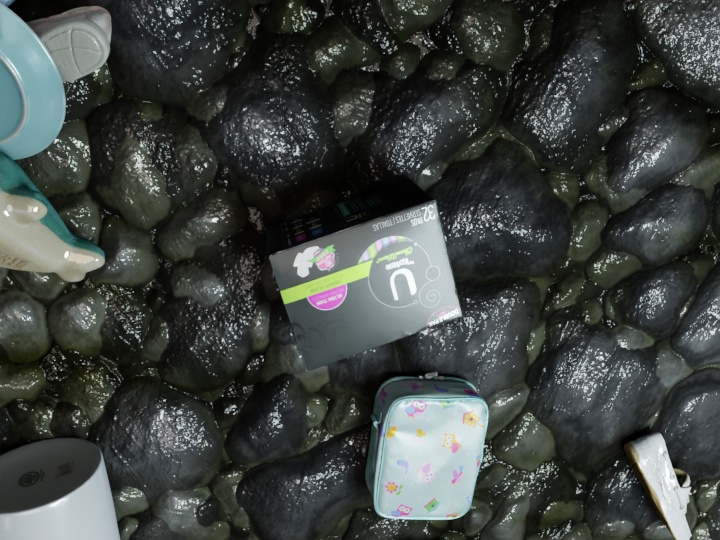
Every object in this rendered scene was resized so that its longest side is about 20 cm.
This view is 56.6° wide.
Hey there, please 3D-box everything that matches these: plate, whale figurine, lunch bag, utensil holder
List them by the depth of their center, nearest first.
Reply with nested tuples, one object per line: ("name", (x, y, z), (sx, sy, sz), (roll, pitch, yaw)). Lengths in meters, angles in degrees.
("plate", (-0.401, -0.190, 0.672), (0.195, 0.026, 0.203), (1, 135, 1))
("whale figurine", (-0.378, -0.060, 0.734), (0.198, 0.106, 0.157), (29, 142, -35))
("utensil holder", (-0.384, 0.338, 0.825), (0.165, 0.170, 0.205), (-6, 108, -7))
("lunch bag", (0.085, 0.240, 0.919), (0.156, 0.077, 0.205), (4, 108, -9))

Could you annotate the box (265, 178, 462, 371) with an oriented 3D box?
("box", (0.000, 0.000, 0.799), (0.196, 0.125, 0.152), (-19, 110, -4))

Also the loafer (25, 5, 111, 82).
("loafer", (-0.347, -0.224, 0.702), (0.195, 0.064, 0.073), (-13, 137, 11))

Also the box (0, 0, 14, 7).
("box", (-0.388, -0.351, 0.621), (0.135, 0.038, 0.202), (-22, 108, 29))

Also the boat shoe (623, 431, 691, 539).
("boat shoe", (0.473, 0.334, 1.020), (0.068, 0.071, 0.202), (-29, 110, 3))
